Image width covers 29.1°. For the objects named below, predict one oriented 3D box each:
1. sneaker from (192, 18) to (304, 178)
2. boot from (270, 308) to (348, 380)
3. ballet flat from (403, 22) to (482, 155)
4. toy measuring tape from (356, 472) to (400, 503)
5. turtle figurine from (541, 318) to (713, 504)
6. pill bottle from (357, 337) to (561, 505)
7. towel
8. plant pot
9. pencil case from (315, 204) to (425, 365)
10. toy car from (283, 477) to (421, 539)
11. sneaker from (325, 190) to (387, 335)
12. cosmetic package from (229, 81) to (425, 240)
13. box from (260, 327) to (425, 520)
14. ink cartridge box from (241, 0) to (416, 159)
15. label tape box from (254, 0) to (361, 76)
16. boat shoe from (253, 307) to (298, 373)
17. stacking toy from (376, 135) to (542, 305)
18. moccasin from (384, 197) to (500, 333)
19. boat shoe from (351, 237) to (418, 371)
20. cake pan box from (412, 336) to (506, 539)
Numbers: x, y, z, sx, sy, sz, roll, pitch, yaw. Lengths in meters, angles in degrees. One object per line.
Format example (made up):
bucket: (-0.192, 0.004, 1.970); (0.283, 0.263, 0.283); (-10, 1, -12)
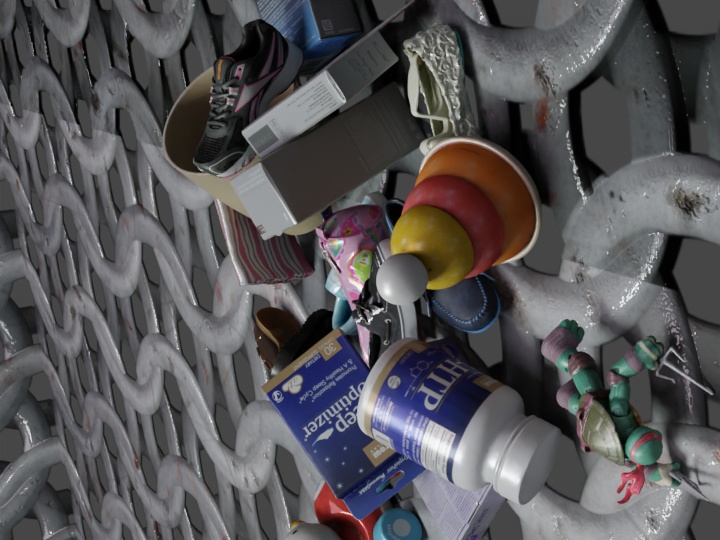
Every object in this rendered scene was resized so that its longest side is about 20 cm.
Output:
sneaker: (-0.147, -0.204, 1.598); (0.080, 0.201, 0.086); (6, 153, 37)
boot: (-0.013, 0.128, 1.783); (0.157, 0.211, 0.080); (19, 112, 11)
ballet flat: (0.085, -0.158, 1.463); (0.072, 0.071, 0.201); (-3, 102, 63)
toy measuring tape: (0.030, 0.240, 1.741); (0.200, 0.073, 0.074); (-87, -12, -77)
turtle figurine: (0.242, 0.130, 1.278); (0.200, 0.100, 0.151); (-137, 40, -56)
pill bottle: (0.108, 0.164, 1.482); (0.199, 0.120, 0.120); (26, 131, 26)
towel: (-0.130, -0.054, 1.843); (0.030, 0.200, 0.147); (-20, 85, 20)
plant pot: (-0.115, -0.137, 1.728); (0.187, 0.187, 0.200); (46, 177, 44)
pencil case: (0.013, 0.020, 1.630); (0.087, 0.087, 0.201); (27, 143, 57)
toy car: (-0.050, 0.361, 1.856); (0.177, 0.199, 0.185); (63, 151, 22)
sneaker: (0.000, 0.000, 1.697); (0.074, 0.082, 0.201); (42, 139, 47)
cosmetic package: (-0.036, -0.122, 1.561); (0.091, 0.200, 0.107); (61, 152, -4)
box: (-0.016, 0.182, 1.650); (0.200, 0.121, 0.032); (53, -178, 18)
ink cartridge box: (-0.022, -0.212, 1.528); (0.044, 0.173, 0.200); (54, 147, -8)
label tape box: (-0.080, -0.353, 1.685); (0.144, 0.063, 0.201); (-26, 81, 63)
boat shoe: (-0.098, 0.129, 1.978); (0.200, 0.070, 0.071); (-128, 40, -54)
stacking toy: (0.075, -0.030, 1.368); (0.146, 0.200, 0.147); (23, 134, 27)
moccasin: (0.077, -0.005, 1.526); (0.200, 0.080, 0.068); (47, -177, 42)
boat shoe: (0.023, 0.046, 1.538); (0.200, 0.066, 0.070); (82, 170, -52)
cake pan box: (0.106, 0.208, 1.636); (0.185, 0.052, 0.200); (61, 151, 31)
